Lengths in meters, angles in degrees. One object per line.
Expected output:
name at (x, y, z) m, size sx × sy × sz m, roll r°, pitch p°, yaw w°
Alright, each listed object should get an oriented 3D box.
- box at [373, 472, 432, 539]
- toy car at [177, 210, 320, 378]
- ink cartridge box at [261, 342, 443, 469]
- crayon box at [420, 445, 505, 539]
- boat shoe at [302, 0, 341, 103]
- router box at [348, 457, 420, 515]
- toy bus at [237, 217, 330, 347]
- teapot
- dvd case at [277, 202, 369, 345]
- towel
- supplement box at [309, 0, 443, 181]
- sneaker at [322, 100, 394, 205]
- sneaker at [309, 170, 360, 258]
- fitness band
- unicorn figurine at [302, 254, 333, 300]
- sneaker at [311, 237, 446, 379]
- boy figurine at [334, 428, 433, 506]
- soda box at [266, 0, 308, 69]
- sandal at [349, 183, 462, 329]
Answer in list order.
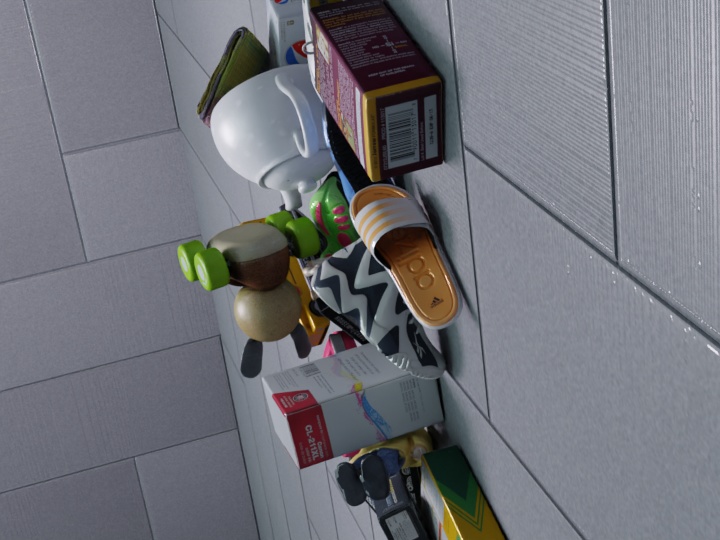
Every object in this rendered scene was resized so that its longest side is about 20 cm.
box at (0.078, 0.375, 1.694) m, size 0.158 × 0.051 × 0.200 m, roll -113°, pitch -2°, yaw -81°
toy car at (-0.135, 0.040, 1.775) m, size 0.158 × 0.164 × 0.200 m, roll 20°, pitch 127°, yaw 65°
ink cartridge box at (-0.011, 0.166, 1.668) m, size 0.146 × 0.200 × 0.083 m, roll -139°, pitch 34°, yaw -69°
crayon box at (0.131, 0.329, 1.569) m, size 0.200 × 0.052 × 0.126 m, roll -116°, pitch 17°, yaw -44°
boat shoe at (-0.033, -0.284, 1.551) m, size 0.086 × 0.075 × 0.202 m, roll 22°, pitch -120°, yaw -85°
router box at (0.031, 0.279, 1.917) m, size 0.200 × 0.062 × 0.150 m, roll -157°, pitch 56°, yaw -74°
toy bus at (-0.114, 0.019, 1.886) m, size 0.200 × 0.078 × 0.065 m, roll 64°, pitch 151°, yaw 26°
teapot at (-0.094, -0.172, 1.712) m, size 0.200 × 0.197 × 0.146 m, roll 0°, pitch -116°, yaw -57°
dvd case at (-0.047, 0.007, 1.885) m, size 0.150 × 0.025 × 0.200 m, roll 40°, pitch -158°, yaw -53°
towel at (-0.164, -0.247, 1.813) m, size 0.144 × 0.023 × 0.200 m, roll -67°, pitch -17°, yaw -5°
supplement box at (0.016, -0.203, 1.412) m, size 0.200 × 0.086 × 0.110 m, roll -118°, pitch 18°, yaw -46°
sneaker at (-0.006, -0.131, 1.566) m, size 0.200 × 0.066 × 0.078 m, roll 68°, pitch 165°, yaw -18°
sneaker at (-0.019, -0.061, 1.792) m, size 0.200 × 0.077 × 0.084 m, roll 83°, pitch -158°, yaw -55°
fitness band at (-0.023, 0.176, 1.872) m, size 0.200 × 0.037 × 0.144 m, roll -107°, pitch 17°, yaw -48°
unicorn figurine at (0.000, 0.000, 1.658) m, size 0.200 × 0.137 × 0.074 m, roll -98°, pitch -10°, yaw -64°
sneaker at (0.053, 0.030, 1.537) m, size 0.199 × 0.130 × 0.079 m, roll 42°, pitch -169°, yaw -5°
boy figurine at (0.036, 0.243, 1.659) m, size 0.200 × 0.124 × 0.064 m, roll -14°, pitch -95°, yaw -67°
soda box at (-0.088, -0.294, 1.797) m, size 0.200 × 0.068 × 0.064 m, roll 91°, pitch 161°, yaw -50°
sandal at (0.052, -0.029, 1.454) m, size 0.207 × 0.079 × 0.059 m, roll 59°, pitch -179°, yaw 30°
